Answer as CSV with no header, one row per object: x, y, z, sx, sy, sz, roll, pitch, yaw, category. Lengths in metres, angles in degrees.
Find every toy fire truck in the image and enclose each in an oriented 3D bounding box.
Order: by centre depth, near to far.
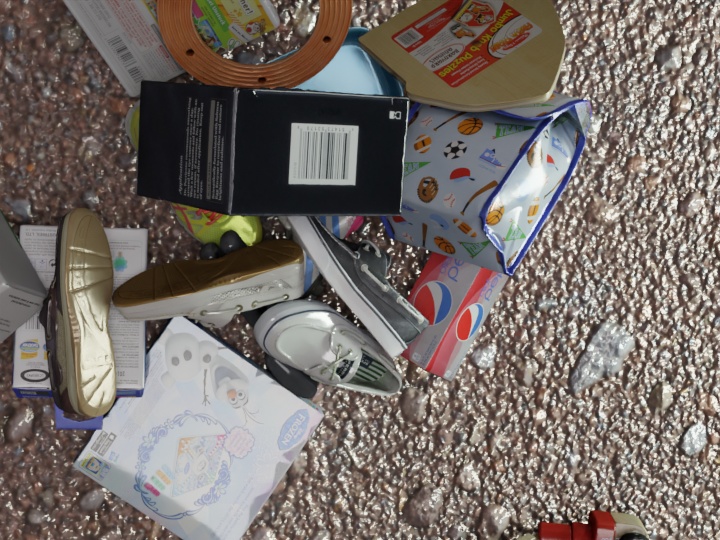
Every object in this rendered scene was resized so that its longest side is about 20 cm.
0.225,0.363,1.571,0.197,0.129,0.179,6,96,2,toy fire truck

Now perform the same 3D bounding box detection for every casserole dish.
-0.046,-0.181,1.498,0.198,0.039,0.123,-26,99,-6,casserole dish

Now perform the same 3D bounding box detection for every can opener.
-0.099,0.051,1.482,0.053,0.067,0.201,-28,118,15,can opener

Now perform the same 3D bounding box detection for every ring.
-0.106,-0.265,1.403,0.197,0.019,0.202,-4,132,-4,ring

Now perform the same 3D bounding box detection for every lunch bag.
0.125,-0.120,1.449,0.201,0.169,0.124,-53,141,-22,lunch bag

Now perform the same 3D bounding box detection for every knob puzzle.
0.126,-0.224,1.451,0.217,0.221,0.031,-17,140,-7,knob puzzle

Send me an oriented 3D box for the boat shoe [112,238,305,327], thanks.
-0.149,0.028,1.411,0.197,0.071,0.070,-12,123,-8,boat shoe

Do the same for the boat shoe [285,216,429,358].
0.000,0.000,1.450,0.068,0.072,0.201,-39,109,-1,boat shoe

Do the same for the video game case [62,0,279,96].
-0.204,-0.287,1.396,0.180,0.023,0.201,-23,130,12,video game case

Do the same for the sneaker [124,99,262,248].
-0.176,-0.091,1.461,0.078,0.090,0.200,-43,102,-4,sneaker

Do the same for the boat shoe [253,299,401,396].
-0.024,0.085,1.465,0.199,0.067,0.074,16,114,-46,boat shoe

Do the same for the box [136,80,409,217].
-0.088,-0.119,1.348,0.194,0.199,0.119,-1,99,-34,box

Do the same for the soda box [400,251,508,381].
0.109,0.014,1.519,0.063,0.070,0.202,26,93,-54,soda box

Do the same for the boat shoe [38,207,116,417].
-0.282,0.042,1.364,0.064,0.072,0.203,-5,90,31,boat shoe

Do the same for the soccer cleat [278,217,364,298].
-0.037,-0.067,1.496,0.086,0.070,0.202,32,91,-12,soccer cleat

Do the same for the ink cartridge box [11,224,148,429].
-0.288,0.060,1.439,0.134,0.076,0.203,1,77,-9,ink cartridge box

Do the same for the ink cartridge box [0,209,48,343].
-0.431,0.028,1.388,0.199,0.084,0.146,-39,68,9,ink cartridge box

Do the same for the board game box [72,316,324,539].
-0.175,0.181,1.514,0.198,0.043,0.201,35,90,-9,board game box
